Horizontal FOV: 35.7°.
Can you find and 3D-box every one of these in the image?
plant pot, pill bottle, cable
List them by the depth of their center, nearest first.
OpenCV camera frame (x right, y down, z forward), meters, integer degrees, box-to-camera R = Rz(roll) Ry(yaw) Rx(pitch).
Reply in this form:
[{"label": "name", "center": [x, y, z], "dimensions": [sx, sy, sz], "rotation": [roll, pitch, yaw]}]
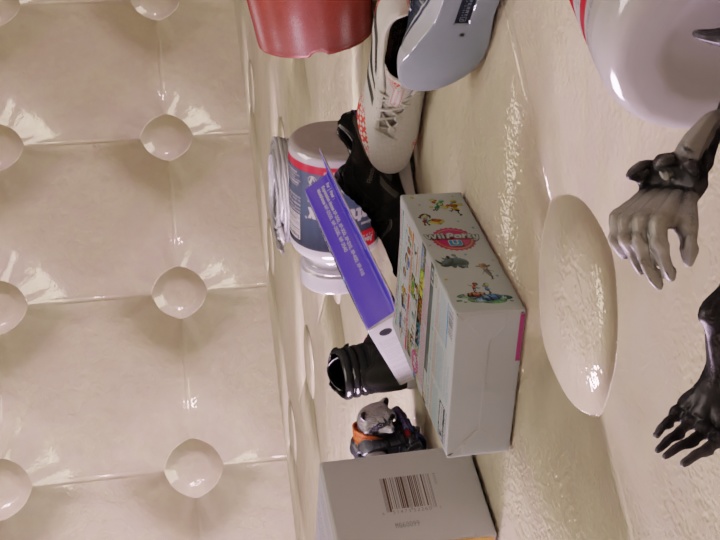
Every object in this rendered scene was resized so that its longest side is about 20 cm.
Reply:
[{"label": "pill bottle", "center": [0.129, -0.169, 0.478], "dimensions": [0.113, 0.111, 0.202], "rotation": [99, 163, -53]}, {"label": "plant pot", "center": [-0.066, -0.374, 1.343], "dimensions": [0.201, 0.198, 0.197], "rotation": [-111, 11, -58]}, {"label": "pill bottle", "center": [-0.033, -0.078, 1.434], "dimensions": [0.120, 0.118, 0.202], "rotation": [-111, 18, -58]}, {"label": "cable", "center": [-0.137, -0.156, 2.149], "dimensions": [0.200, 0.068, 0.203], "rotation": [-112, 21, -62]}]

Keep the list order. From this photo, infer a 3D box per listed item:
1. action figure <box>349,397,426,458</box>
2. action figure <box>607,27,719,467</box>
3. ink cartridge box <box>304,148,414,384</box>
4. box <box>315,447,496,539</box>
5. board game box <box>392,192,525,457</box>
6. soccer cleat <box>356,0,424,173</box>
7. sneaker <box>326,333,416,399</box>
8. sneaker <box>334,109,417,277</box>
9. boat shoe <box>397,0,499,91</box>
[{"label": "action figure", "center": [0.035, 0.241, 1.250], "dimensions": [0.200, 0.103, 0.196], "rotation": [-132, 29, -77]}, {"label": "action figure", "center": [0.157, -0.012, 0.390], "dimensions": [0.118, 0.102, 0.202], "rotation": [16, 125, 31]}, {"label": "ink cartridge box", "center": [0.000, 0.000, 1.208], "dimensions": [0.201, 0.043, 0.199], "rotation": [65, 179, -57]}, {"label": "box", "center": [0.037, 0.282, 1.096], "dimensions": [0.107, 0.150, 0.202], "rotation": [-106, 15, -46]}, {"label": "board game box", "center": [0.081, 0.042, 0.991], "dimensions": [0.201, 0.063, 0.149], "rotation": [-112, 21, -56]}, {"label": "soccer cleat", "center": [0.036, -0.186, 1.146], "dimensions": [0.085, 0.068, 0.202], "rotation": [-104, 17, -60]}, {"label": "sneaker", "center": [0.002, 0.106, 1.372], "dimensions": [0.200, 0.098, 0.072], "rotation": [-139, 43, -78]}, {"label": "sneaker", "center": [0.015, -0.084, 1.240], "dimensions": [0.076, 0.086, 0.203], "rotation": [113, 151, -69]}, {"label": "boat shoe", "center": [0.074, -0.235, 0.912], "dimensions": [0.201, 0.070, 0.092], "rotation": [119, 147, -60]}]
